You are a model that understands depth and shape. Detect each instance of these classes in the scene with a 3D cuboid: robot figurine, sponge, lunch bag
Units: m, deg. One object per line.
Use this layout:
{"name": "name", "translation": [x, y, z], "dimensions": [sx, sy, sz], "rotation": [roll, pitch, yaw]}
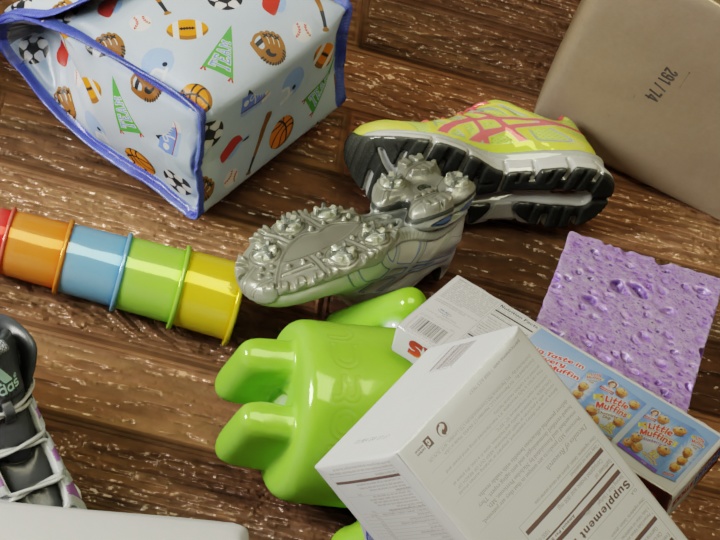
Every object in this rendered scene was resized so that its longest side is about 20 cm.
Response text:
{"name": "robot figurine", "translation": [0.010, 0.094, 1.399], "dimensions": [0.199, 0.116, 0.177], "rotation": [7, 62, -18]}
{"name": "sponge", "translation": [0.163, 0.055, 1.416], "dimensions": [0.111, 0.030, 0.200], "rotation": [19, 38, 6]}
{"name": "lunch bag", "translation": [-0.132, -0.162, 1.535], "dimensions": [0.200, 0.124, 0.170], "rotation": [34, 50, 24]}

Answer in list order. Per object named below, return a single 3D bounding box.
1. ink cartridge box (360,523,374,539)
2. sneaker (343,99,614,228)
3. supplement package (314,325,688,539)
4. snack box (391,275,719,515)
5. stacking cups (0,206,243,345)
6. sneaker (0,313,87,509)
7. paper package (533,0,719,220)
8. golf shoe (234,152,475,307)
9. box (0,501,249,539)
{"name": "ink cartridge box", "translation": [0.072, 0.232, 1.322], "dimensions": [0.094, 0.044, 0.201], "rotation": [-12, 85, -26]}
{"name": "sneaker", "translation": [0.079, -0.084, 1.587], "dimensions": [0.199, 0.078, 0.091], "rotation": [7, 44, -20]}
{"name": "supplement package", "translation": [0.091, 0.148, 1.260], "dimensions": [0.110, 0.114, 0.200], "rotation": [-44, 102, -25]}
{"name": "snack box", "translation": [0.119, 0.074, 1.337], "dimensions": [0.199, 0.024, 0.072], "rotation": [32, 41, 20]}
{"name": "stacking cups", "translation": [-0.174, -0.008, 1.446], "dimensions": [0.199, 0.061, 0.061], "rotation": [18, 52, -6]}
{"name": "sneaker", "translation": [-0.214, 0.091, 1.309], "dimensions": [0.078, 0.140, 0.200], "rotation": [-30, 69, -34]}
{"name": "paper package", "translation": [0.246, -0.158, 1.608], "dimensions": [0.190, 0.200, 0.104], "rotation": [27, 51, 2]}
{"name": "golf shoe", "translation": [0.000, 0.000, 1.473], "dimensions": [0.199, 0.098, 0.078], "rotation": [-23, 41, -37]}
{"name": "box", "translation": [-0.171, 0.250, 1.192], "dimensions": [0.198, 0.172, 0.201], "rotation": [7, 54, -14]}
